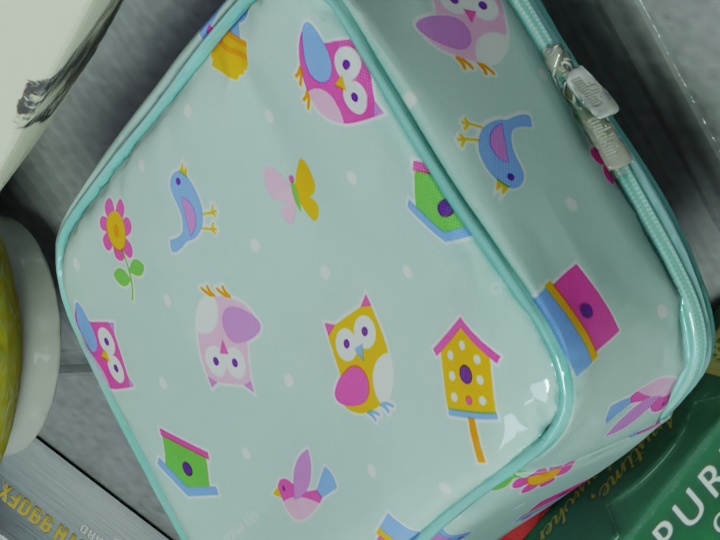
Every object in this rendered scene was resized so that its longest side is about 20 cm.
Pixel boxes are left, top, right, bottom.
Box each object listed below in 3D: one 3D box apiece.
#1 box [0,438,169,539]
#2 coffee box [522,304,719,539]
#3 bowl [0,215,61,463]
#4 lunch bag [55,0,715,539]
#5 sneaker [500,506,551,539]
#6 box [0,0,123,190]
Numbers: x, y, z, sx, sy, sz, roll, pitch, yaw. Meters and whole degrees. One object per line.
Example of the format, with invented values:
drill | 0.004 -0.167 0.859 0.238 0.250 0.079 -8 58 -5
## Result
box | -0.158 0.134 1.104 0.158 0.048 0.200 40 138 -13
coffee box | 0.135 0.117 0.837 0.200 0.123 0.044 48 164 -26
bowl | -0.160 0.023 0.917 0.107 0.201 0.200 -1 161 -35
lunch bag | 0.000 0.000 0.791 0.161 0.077 0.200 61 142 12
sneaker | 0.027 0.069 0.912 0.200 0.116 0.078 41 -174 29
box | -0.089 -0.099 0.767 0.068 0.082 0.200 33 145 -4
